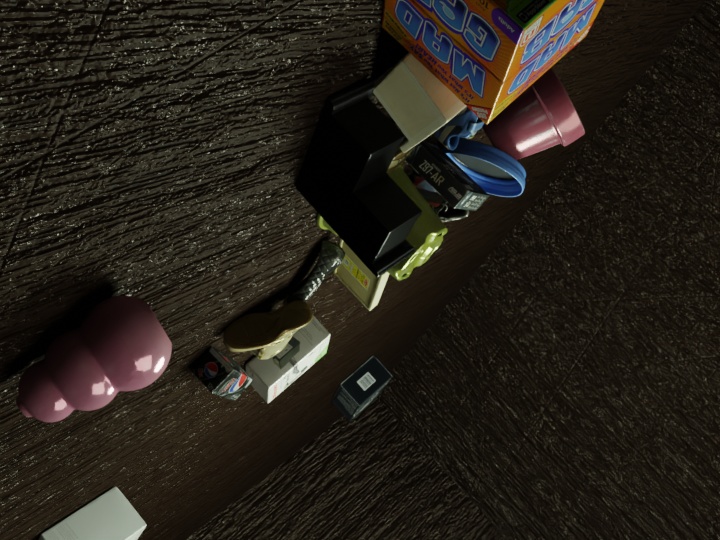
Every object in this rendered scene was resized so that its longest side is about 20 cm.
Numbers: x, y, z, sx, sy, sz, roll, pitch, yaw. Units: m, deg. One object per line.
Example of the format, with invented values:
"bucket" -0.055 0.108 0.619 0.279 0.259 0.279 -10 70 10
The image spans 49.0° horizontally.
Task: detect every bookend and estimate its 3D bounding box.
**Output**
"bookend" 0.019 -0.134 1.169 0.092 0.199 0.201 -32 162 -35

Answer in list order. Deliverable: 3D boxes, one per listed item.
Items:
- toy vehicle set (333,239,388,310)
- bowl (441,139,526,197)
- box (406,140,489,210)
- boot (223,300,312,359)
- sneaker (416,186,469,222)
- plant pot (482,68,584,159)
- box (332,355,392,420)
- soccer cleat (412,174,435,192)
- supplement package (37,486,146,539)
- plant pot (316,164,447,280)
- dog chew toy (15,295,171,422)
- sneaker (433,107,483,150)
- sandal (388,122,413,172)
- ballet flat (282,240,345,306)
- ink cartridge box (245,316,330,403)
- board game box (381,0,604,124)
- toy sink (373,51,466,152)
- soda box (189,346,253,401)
"toy vehicle set" 0.000 0.000 1.702 0.026 0.124 0.200 -39 166 -21
"bowl" 0.262 -0.221 1.698 0.201 0.199 0.040 64 49 -77
"box" 0.165 -0.188 1.552 0.044 0.160 0.200 -48 166 16
"boot" -0.206 0.138 1.604 0.199 0.073 0.155 -23 165 -37
"sneaker" 0.135 -0.132 1.641 0.197 0.078 0.082 -7 -161 -5
"plant pot" 0.351 -0.327 1.680 0.178 0.202 0.200 -31 170 13
"box" 0.004 0.486 3.254 0.199 0.124 0.197 -38 168 -28
"soccer cleat" 0.173 -0.180 1.770 0.069 0.085 0.199 -51 166 29
"supplement package" -0.584 0.582 1.696 0.199 0.117 0.117 -28 159 -53
"plant pot" 0.053 -0.091 1.449 0.200 0.184 0.201 -42 168 -12
"dog chew toy" -0.346 0.121 1.017 0.199 0.125 0.125 -33 165 -14
"sneaker" 0.205 -0.292 1.434 0.074 0.083 0.199 -26 176 -41
"sandal" 0.080 -0.241 1.380 0.201 0.054 0.080 -54 180 -34
"ballet flat" -0.103 0.009 1.614 0.200 0.057 0.067 -47 -165 31
"ink cartridge box" -0.174 0.211 1.900 0.200 0.084 0.146 -40 167 -20
"board game box" 0.168 -0.350 0.959 0.200 0.200 0.200 -42 168 -14
"toy sink" 0.103 -0.273 1.150 0.130 0.112 0.200 -40 -174 -14
"soda box" -0.279 0.214 1.611 0.063 0.071 0.200 -46 168 -7
